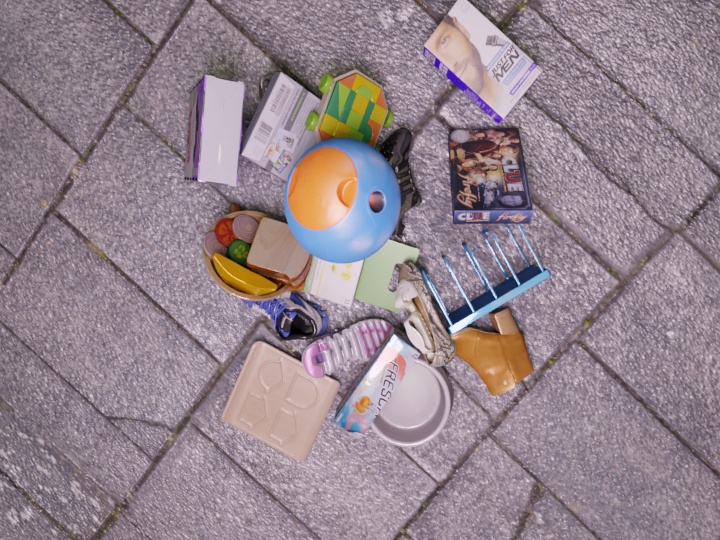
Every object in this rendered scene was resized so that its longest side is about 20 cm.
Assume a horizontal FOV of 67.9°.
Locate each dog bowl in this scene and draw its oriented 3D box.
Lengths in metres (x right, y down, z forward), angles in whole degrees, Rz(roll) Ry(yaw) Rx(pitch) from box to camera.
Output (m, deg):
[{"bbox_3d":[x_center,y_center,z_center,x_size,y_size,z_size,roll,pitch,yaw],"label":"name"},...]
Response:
[{"bbox_3d":[0.091,0.253,1.062,0.193,0.059,0.207,1,97,6],"label":"dog bowl"}]

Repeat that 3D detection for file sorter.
[{"bbox_3d":[0.220,0.003,0.985,0.197,0.139,0.125,-31,89,8],"label":"file sorter"}]

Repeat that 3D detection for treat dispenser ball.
[{"bbox_3d":[-0.029,-0.115,0.891,0.194,0.201,0.208,1,96,5],"label":"treat dispenser ball"}]

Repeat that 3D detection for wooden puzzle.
[{"bbox_3d":[-0.162,0.264,1.096,0.196,0.046,0.189,26,98,-3],"label":"wooden puzzle"}]

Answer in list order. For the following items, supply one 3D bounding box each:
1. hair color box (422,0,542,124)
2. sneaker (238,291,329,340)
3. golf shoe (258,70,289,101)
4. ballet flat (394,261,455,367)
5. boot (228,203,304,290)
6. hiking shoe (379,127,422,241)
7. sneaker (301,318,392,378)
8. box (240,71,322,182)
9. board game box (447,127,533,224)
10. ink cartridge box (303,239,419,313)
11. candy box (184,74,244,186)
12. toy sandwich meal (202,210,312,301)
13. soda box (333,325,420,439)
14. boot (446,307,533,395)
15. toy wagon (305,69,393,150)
[{"bbox_3d":[0.220,-0.382,0.979,0.199,0.065,0.110,41,99,1],"label":"hair color box"},{"bbox_3d":[-0.153,0.072,1.036,0.196,0.115,0.082,30,97,1],"label":"sneaker"},{"bbox_3d":[-0.134,-0.277,1.025,0.077,0.094,0.204,-31,118,-21],"label":"golf shoe"},{"bbox_3d":[0.104,0.079,0.966,0.074,0.068,0.204,-13,72,-35],"label":"ballet flat"},{"bbox_3d":[-0.185,-0.043,1.050,0.140,0.071,0.206,-1,58,-24],"label":"boot"},{"bbox_3d":[0.072,-0.163,1.018,0.098,0.075,0.206,14,94,-26],"label":"hiking shoe"},{"bbox_3d":[-0.028,0.145,1.055,0.195,0.088,0.083,-16,95,-16],"label":"sneaker"},{"bbox_3d":[-0.105,-0.234,0.976,0.197,0.041,0.159,26,92,-33],"label":"box"},{"bbox_3d":[0.226,-0.172,0.953,0.131,0.035,0.205,0,55,5],"label":"board game box"},{"bbox_3d":[0.000,0.000,1.029,0.195,0.048,0.149,19,114,4],"label":"ink cartridge box"},{"bbox_3d":[-0.268,-0.244,0.968,0.070,0.199,0.174,3,98,-25],"label":"candy box"},{"bbox_3d":[-0.182,-0.036,0.959,0.199,0.071,0.210,11,57,-17],"label":"toy sandwich meal"},{"bbox_3d":[0.031,0.207,0.997,0.063,0.068,0.203,33,97,-2],"label":"soda box"},{"bbox_3d":[0.225,0.172,1.023,0.196,0.071,0.148,-21,90,0],"label":"boot"},{"bbox_3d":[-0.025,-0.250,0.970,0.152,0.039,0.205,19,95,-33],"label":"toy wagon"}]
